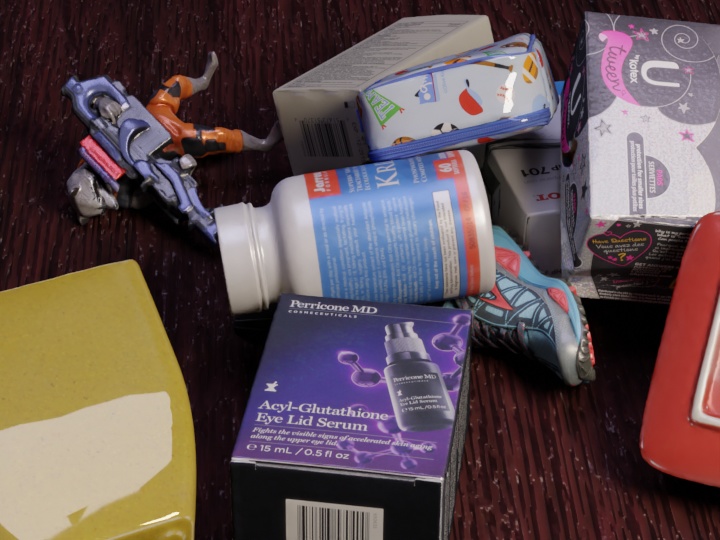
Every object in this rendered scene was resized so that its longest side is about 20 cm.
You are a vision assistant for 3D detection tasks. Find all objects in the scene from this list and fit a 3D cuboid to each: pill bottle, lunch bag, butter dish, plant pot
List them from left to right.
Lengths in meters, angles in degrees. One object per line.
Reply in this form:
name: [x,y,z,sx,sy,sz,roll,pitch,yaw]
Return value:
plant pot: [-0.198,0.145,1.384,0.194,0.196,0.200,-15,44,-22]
pill bottle: [-0.006,-0.022,1.600,0.200,0.112,0.112,-9,36,-4]
lunch bag: [0.073,-0.134,1.693,0.160,0.076,0.200,-15,5,8]
butter dish: [0.320,0.078,1.540,0.199,0.148,0.200,12,77,17]

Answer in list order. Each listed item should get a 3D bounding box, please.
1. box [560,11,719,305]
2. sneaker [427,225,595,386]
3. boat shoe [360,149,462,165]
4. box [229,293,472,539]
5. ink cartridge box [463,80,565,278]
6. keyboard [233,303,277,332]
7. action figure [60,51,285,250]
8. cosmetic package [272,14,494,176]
box: [0.225,-0.087,1.652,0.132,0.115,0.200,5,56,-4]
sneaker: [0.109,0.042,1.649,0.095,0.079,0.200,-22,31,-15]
boat shoe: [0.017,-0.061,1.739,0.201,0.061,0.072,-33,19,-36]
box: [-0.003,0.116,1.497,0.148,0.104,0.200,4,35,6]
ink cartridge box: [0.176,-0.074,1.795,0.146,0.086,0.200,-7,35,-12]
keyboard: [0.000,0.000,1.710,0.127,0.021,0.200,-5,24,44]
action figure: [-0.162,-0.088,1.828,0.193,0.105,0.200,-28,69,-25]
cosmetic package: [0.028,-0.152,1.870,0.103,0.087,0.200,3,26,39]
